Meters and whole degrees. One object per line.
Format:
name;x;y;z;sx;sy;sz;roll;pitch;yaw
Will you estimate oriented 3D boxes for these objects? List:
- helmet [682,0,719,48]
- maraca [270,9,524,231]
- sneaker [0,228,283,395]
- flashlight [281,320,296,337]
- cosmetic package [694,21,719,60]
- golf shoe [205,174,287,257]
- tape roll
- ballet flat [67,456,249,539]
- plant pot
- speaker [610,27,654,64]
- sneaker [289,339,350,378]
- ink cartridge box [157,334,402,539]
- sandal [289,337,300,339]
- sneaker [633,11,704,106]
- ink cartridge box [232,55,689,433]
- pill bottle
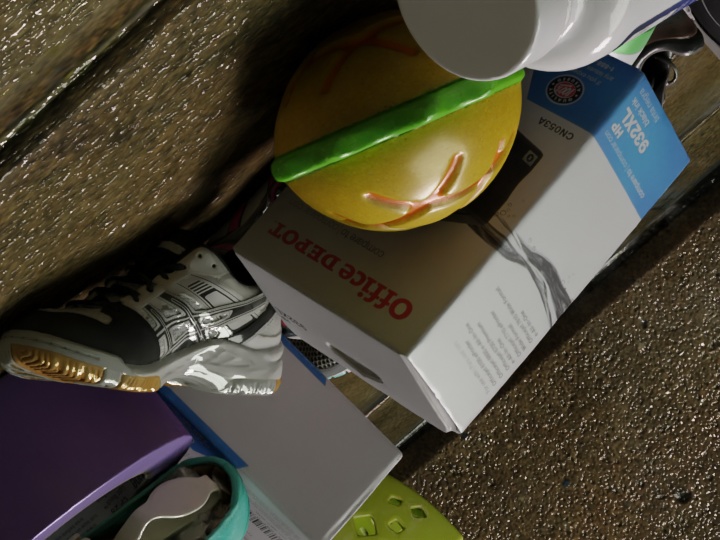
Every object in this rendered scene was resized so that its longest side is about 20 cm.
helmet;0.251;-0.211;1.426;0.200;0.200;0.191;-36;152;-23
maraca;0.017;-0.073;1.350;0.136;0.108;0.200;-26;-177;6
sneaker;-0.117;0.020;1.472;0.075;0.088;0.199;8;-177;36
flashlight;0.000;0.000;1.641;0.200;0.068;0.068;-10;-133;57
cosmetic package;0.379;-0.171;2.259;0.107;0.200;0.090;-36;174;-41
golf shoe;-0.039;-0.023;1.588;0.199;0.073;0.092;-34;-173;6
tape roll;-0.200;0.128;1.593;0.200;0.085;0.200;-39;172;-7
ballet flat;-0.144;0.168;1.593;0.200;0.067;0.071;-36;147;-32
plant pot;-0.031;0.331;3.239;0.200;0.182;0.199;-35;172;-33
speaker;0.085;-0.106;1.617;0.200;0.089;0.088;-45;171;35
sneaker;-0.011;0.010;1.953;0.091;0.078;0.200;-9;148;-45
ink cartridge box;-0.073;0.108;1.745;0.084;0.145;0.200;-47;-177;-18
sandal;0.026;-0.017;1.834;0.202;0.082;0.050;-41;134;-5
sneaker;0.169;-0.125;1.932;0.077;0.082;0.200;-33;170;-41
ink cartridge box;0.053;-0.035;1.468;0.200;0.145;0.084;-49;139;-12
pill bottle;0.106;-0.161;1.298;0.200;0.111;0.111;-32;170;-45
